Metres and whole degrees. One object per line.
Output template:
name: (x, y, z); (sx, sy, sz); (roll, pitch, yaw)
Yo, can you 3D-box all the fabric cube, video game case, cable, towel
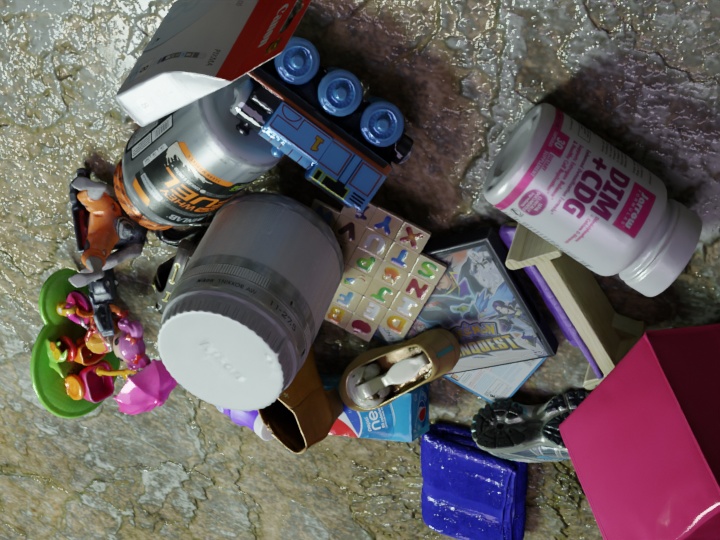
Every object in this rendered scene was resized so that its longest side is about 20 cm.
fabric cube: (0.363, 0.189, 1.428); (0.197, 0.198, 0.200); (-3, 146, -27)
video game case: (0.101, 0.043, 1.554); (0.198, 0.026, 0.182); (-12, 125, 33)
video game case: (0.115, 0.076, 1.613); (0.198, 0.018, 0.144); (29, 138, -5)
cable: (-0.165, -0.043, 1.595); (0.197, 0.051, 0.098); (4, 146, 20)
towel: (0.147, 0.290, 1.788); (0.145, 0.050, 0.202); (11, 136, 14)

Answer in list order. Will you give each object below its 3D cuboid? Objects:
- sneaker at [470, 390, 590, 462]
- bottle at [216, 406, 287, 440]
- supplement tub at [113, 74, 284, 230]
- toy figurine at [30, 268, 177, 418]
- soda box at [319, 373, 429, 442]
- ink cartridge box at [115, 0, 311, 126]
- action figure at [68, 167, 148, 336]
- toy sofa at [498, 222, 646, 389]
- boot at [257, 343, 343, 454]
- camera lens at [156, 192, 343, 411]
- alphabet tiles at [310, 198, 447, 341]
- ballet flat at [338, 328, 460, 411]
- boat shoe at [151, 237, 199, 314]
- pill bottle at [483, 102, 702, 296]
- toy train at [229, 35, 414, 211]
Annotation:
sneaker: (0.239, 0.196, 1.649); (0.197, 0.079, 0.086); (0, 155, 22)
bottle: (-0.167, 0.137, 1.706); (0.199, 0.065, 0.084); (39, 153, 34)
supplement tub: (-0.177, -0.127, 1.468); (0.122, 0.123, 0.199); (41, 136, -18)
toy figurine: (-0.310, 0.104, 1.726); (0.182, 0.149, 0.203); (7, 112, 39)
soda box: (-0.015, 0.171, 1.714); (0.197, 0.068, 0.065); (2, 99, 23)
ink cartridge box: (-0.132, -0.234, 1.312); (0.198, 0.161, 0.047); (-20, 124, 38)
action figure: (-0.286, -0.025, 1.587); (0.103, 0.193, 0.203); (-10, 95, 6)
toy sofa: (0.223, 0.031, 1.470); (0.097, 0.083, 0.201); (-15, 125, 34)
boot: (-0.099, 0.117, 1.622); (0.071, 0.144, 0.202); (-37, 85, 20)
camera lens: (-0.115, 0.028, 1.461); (0.158, 0.201, 0.161); (12, 135, 13)
alphabet tiles: (0.000, 0.000, 1.533); (0.165, 0.006, 0.201); (26, 136, -3)
ballet flat: (0.030, 0.121, 1.591); (0.199, 0.063, 0.069); (-33, 88, 39)
boat shoe: (-0.217, 0.009, 1.641); (0.060, 0.072, 0.201); (29, 154, -13)
pill bottle: (0.231, -0.067, 1.345); (0.198, 0.114, 0.114); (32, 138, -9)
toy train: (-0.043, -0.153, 1.377); (0.199, 0.087, 0.115); (35, 95, -11)
